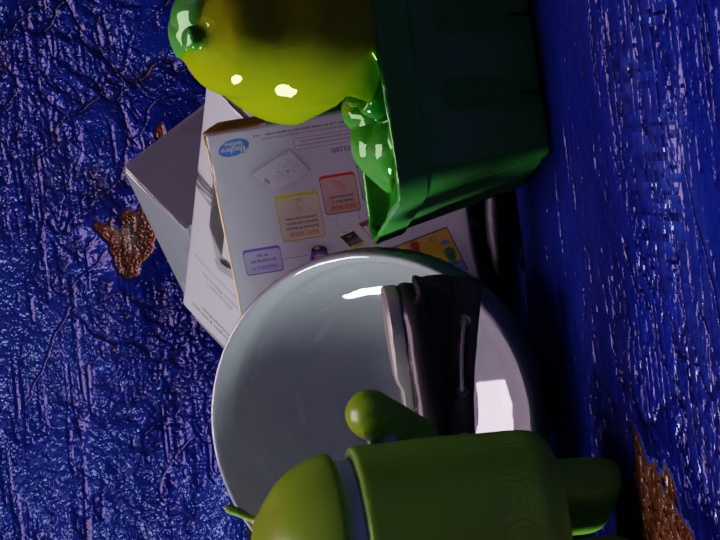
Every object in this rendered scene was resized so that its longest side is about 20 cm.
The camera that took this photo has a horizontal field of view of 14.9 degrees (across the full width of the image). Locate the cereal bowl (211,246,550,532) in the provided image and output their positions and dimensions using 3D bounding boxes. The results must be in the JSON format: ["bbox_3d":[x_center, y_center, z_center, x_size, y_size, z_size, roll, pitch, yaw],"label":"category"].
[{"bbox_3d":[0.018,0.082,1.585,0.083,0.200,0.201,-26,-68,-70],"label":"cereal bowl"}]

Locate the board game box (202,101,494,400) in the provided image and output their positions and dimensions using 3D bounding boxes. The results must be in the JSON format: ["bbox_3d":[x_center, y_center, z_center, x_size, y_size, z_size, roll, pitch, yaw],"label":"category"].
[{"bbox_3d":[0.000,0.000,1.641,0.040,0.153,0.201,-52,-47,-74],"label":"board game box"}]

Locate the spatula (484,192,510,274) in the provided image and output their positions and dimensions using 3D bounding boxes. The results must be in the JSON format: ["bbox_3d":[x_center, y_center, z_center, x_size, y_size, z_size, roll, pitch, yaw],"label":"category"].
[{"bbox_3d":[0.069,-0.097,1.607,0.057,0.020,0.201,35,-136,-80],"label":"spatula"}]

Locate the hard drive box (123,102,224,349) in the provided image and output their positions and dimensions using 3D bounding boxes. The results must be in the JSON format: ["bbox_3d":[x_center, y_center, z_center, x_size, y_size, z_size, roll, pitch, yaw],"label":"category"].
[{"bbox_3d":[-0.060,-0.043,1.905,0.077,0.156,0.200,44,167,32],"label":"hard drive box"}]

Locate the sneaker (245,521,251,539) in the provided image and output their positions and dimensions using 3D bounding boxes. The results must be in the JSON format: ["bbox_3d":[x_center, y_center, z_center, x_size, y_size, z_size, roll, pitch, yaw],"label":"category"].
[{"bbox_3d":[-0.027,0.183,1.727,0.095,0.079,0.200,58,179,19],"label":"sneaker"}]

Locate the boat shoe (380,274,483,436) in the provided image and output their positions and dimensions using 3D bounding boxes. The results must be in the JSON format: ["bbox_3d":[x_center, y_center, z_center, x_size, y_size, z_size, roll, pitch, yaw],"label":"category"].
[{"bbox_3d":[0.053,0.100,1.497,0.067,0.057,0.201,-106,7,-81],"label":"boat shoe"}]

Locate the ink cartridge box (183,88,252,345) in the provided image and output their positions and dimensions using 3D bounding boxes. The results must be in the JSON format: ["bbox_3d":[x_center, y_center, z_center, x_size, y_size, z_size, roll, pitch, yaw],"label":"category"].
[{"bbox_3d":[-0.029,-0.052,1.776,0.083,0.147,0.200,43,142,31],"label":"ink cartridge box"}]

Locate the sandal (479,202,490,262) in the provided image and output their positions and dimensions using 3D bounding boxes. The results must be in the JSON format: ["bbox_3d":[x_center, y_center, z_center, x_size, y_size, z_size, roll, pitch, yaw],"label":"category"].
[{"bbox_3d":[0.036,-0.034,1.690,0.054,0.080,0.201,-143,52,-65],"label":"sandal"}]

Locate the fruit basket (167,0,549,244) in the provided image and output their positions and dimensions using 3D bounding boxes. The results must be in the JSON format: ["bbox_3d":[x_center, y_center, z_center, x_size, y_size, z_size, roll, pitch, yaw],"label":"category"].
[{"bbox_3d":[-0.008,-0.123,1.506,0.156,0.215,0.216,122,141,-78],"label":"fruit basket"}]

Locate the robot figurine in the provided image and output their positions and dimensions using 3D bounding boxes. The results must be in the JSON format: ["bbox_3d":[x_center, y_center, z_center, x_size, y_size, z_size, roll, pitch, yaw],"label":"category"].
[{"bbox_3d":[0.035,0.143,1.389,0.116,0.199,0.176,102,160,-67],"label":"robot figurine"}]
